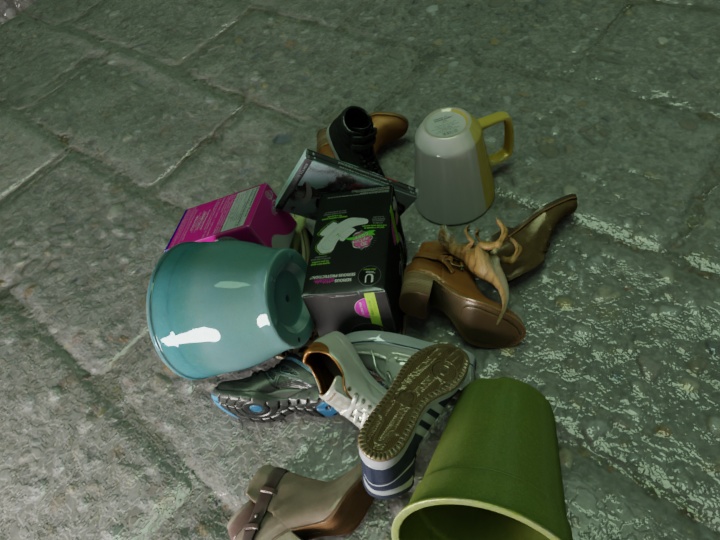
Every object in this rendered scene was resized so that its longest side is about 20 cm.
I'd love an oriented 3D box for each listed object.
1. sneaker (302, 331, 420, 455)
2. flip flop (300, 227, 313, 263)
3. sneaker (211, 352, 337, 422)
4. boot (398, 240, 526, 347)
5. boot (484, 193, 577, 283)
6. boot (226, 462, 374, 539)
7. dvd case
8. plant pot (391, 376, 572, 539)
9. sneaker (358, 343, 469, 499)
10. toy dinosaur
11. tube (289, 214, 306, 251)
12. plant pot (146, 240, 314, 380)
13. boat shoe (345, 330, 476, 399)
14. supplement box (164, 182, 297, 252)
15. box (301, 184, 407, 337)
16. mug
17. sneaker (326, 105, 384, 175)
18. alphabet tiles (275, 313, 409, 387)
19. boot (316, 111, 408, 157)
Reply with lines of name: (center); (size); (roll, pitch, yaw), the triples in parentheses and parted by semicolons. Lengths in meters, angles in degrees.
sneaker: (-0.007, 0.176, 0.764); (0.201, 0.073, 0.084); (48, 29, 16)
flip flop: (-0.087, 0.010, 0.964); (0.056, 0.082, 0.205); (-22, 46, 16)
sneaker: (-0.115, 0.167, 0.847); (0.192, 0.074, 0.084); (-1, 54, 2)
boot: (0.160, 0.024, 0.887); (0.194, 0.075, 0.156); (21, 37, 6)
boot: (0.275, -0.049, 0.927); (0.196, 0.074, 0.077); (-32, 75, -13)
boot: (-0.073, 0.287, 0.741); (0.143, 0.072, 0.200); (19, 51, 38)
dvd case: (-0.024, -0.115, 0.942); (0.194, 0.146, 0.023); (17, 58, -22)
plant pot: (0.150, 0.230, 0.656); (0.193, 0.205, 0.192); (4, 40, 19)
sneaker: (0.064, 0.182, 0.709); (0.069, 0.111, 0.199); (24, 45, 29)
toy dinosaur: (0.186, -0.008, 0.847); (0.106, 0.060, 0.201); (-43, 43, 5)
tube: (-0.132, -0.026, 1.024); (0.056, 0.053, 0.205); (6, 51, 2)
plant pot: (-0.170, 0.049, 0.846); (0.182, 0.202, 0.205); (-7, 47, 27)
boat shoe: (0.059, 0.146, 0.812); (0.194, 0.076, 0.088); (11, 56, 7)
supplement box: (-0.219, -0.056, 1.003); (0.194, 0.102, 0.106); (-10, 45, 30)
box: (0.000, 0.000, 0.886); (0.120, 0.151, 0.205); (-4, 49, 14)
mug: (0.163, -0.201, 1.012); (0.146, 0.156, 0.188); (20, 58, 30)
sneaker: (0.008, -0.196, 1.038); (0.069, 0.099, 0.204); (-28, 84, -23)
alphabet tiles: (-0.030, 0.108, 0.912); (0.193, 0.008, 0.171); (6, 54, 21)
boot: (0.010, -0.220, 1.129); (0.192, 0.078, 0.159); (-8, 56, -5)
